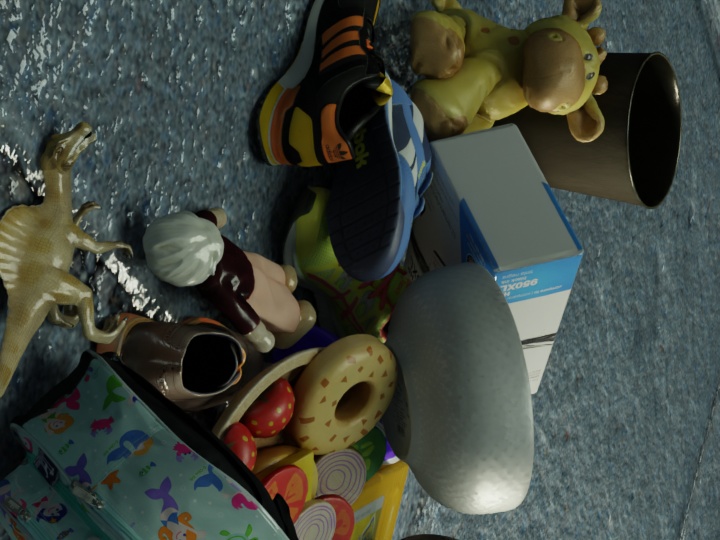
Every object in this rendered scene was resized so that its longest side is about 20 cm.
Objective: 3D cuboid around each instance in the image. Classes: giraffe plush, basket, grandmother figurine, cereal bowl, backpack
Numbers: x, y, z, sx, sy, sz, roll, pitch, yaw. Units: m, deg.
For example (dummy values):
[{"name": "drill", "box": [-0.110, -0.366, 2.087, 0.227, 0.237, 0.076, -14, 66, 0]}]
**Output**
[{"name": "giraffe plush", "box": [0.133, -0.169, 1.664, 0.200, 0.161, 0.173, -77, 165, -53]}, {"name": "basket", "box": [0.184, -0.141, 1.797, 0.180, 0.199, 0.137, 42, 60, -60]}, {"name": "grandmother figurine", "box": [-0.096, 0.007, 1.383, 0.061, 0.121, 0.200, -40, 153, 8]}, {"name": "cereal bowl", "box": [0.064, 0.096, 1.501, 0.200, 0.083, 0.201, 172, -90, -74]}, {"name": "backpack", "box": [-0.128, 0.167, 1.219, 0.151, 0.200, 0.178, -49, 146, -18]}]

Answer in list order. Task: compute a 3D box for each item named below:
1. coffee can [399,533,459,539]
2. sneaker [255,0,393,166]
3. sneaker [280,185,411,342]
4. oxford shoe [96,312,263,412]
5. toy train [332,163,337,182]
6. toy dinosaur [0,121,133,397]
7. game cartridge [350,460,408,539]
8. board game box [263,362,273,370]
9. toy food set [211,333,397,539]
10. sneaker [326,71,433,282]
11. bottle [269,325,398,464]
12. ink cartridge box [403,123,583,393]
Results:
[{"name": "coffee can", "box": [0.035, 0.329, 1.578, 0.200, 0.146, 0.147, -42, 134, -59]}, {"name": "sneaker", "box": [-0.006, -0.157, 1.510, 0.201, 0.090, 0.070, -64, 150, -33]}, {"name": "sneaker", "box": [0.000, 0.000, 1.573, 0.078, 0.090, 0.200, -67, 150, -26]}, {"name": "oxford shoe", "box": [-0.111, 0.072, 1.373, 0.200, 0.073, 0.072, 8, 90, -66]}, {"name": "toy train", "box": [0.003, -0.031, 1.643, 0.046, 0.034, 0.201, -43, 137, -39]}, {"name": "toy dinosaur", "box": [-0.199, 0.008, 1.207, 0.101, 0.058, 0.201, 40, 52, -45]}, {"name": "game cartridge", "box": [-0.016, 0.258, 1.647, 0.200, 0.032, 0.177, -9, 113, -69]}, {"name": "board game box", "box": [-0.103, 0.206, 1.489, 0.200, 0.026, 0.201, -58, 146, -43]}, {"name": "toy food set", "box": [-0.049, 0.151, 1.441, 0.200, 0.049, 0.199, -27, 131, -42]}, {"name": "sneaker", "box": [0.022, -0.071, 1.524, 0.082, 0.074, 0.201, 41, 40, -42]}, {"name": "bottle", "box": [-0.009, 0.112, 1.597, 0.065, 0.084, 0.200, -44, 152, -2]}, {"name": "ink cartridge box", "box": [0.105, 0.001, 1.609, 0.200, 0.084, 0.145, 100, -29, -51]}]
